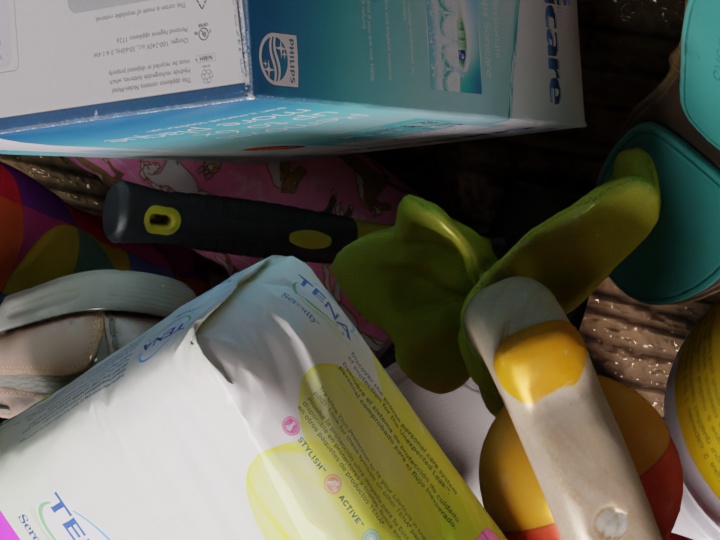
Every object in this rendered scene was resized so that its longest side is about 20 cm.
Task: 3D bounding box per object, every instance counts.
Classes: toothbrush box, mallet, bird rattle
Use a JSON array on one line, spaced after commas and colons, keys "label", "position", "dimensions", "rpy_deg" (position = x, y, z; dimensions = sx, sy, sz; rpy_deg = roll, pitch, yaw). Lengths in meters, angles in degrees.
[{"label": "toothbrush box", "position": [-0.037, -0.083, 0.721], "dimensions": [0.145, 0.199, 0.086], "rpy_deg": [-5, 89, 32]}, {"label": "mallet", "position": [0.000, 0.000, 0.805], "dimensions": [0.041, 0.199, 0.066], "rpy_deg": [26, 113, 58]}, {"label": "bird rattle", "position": [0.063, 0.069, 0.720], "dimensions": [0.112, 0.163, 0.202], "rpy_deg": [-13, 98, 1]}]

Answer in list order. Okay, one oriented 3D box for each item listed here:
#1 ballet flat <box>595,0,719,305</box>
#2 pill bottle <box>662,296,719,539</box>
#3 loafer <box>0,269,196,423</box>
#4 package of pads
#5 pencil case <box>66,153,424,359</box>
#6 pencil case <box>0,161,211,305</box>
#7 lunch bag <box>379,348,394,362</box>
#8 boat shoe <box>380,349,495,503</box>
[{"label": "ballet flat", "position": [0.129, -0.056, 0.741], "dimensions": [0.068, 0.072, 0.200], "rpy_deg": [44, 157, 19]}, {"label": "pill bottle", "position": [0.174, 0.039, 0.792], "dimensions": [0.111, 0.112, 0.200], "rpy_deg": [31, 143, -1]}, {"label": "loafer", "position": [-0.129, 0.051, 0.819], "dimensions": [0.071, 0.063, 0.199], "rpy_deg": [11, 159, -35]}, {"label": "package of pads", "position": [-0.024, 0.110, 0.692], "dimensions": [0.154, 0.068, 0.201], "rpy_deg": [-32, 97, 39]}, {"label": "pencil case", "position": [-0.057, -0.041, 0.884], "dimensions": [0.200, 0.083, 0.087], "rpy_deg": [38, 114, -9]}, {"label": "pencil case", "position": [-0.143, -0.003, 0.905], "dimensions": [0.088, 0.089, 0.200], "rpy_deg": [2, 165, 32]}, {"label": "lunch bag", "position": [-0.034, 0.110, 1.008], "dimensions": [0.199, 0.122, 0.171], "rpy_deg": [-10, 128, 34]}, {"label": "boat shoe", "position": [0.073, 0.079, 0.920], "dimensions": [0.074, 0.061, 0.200], "rpy_deg": [-32, 127, 29]}]
